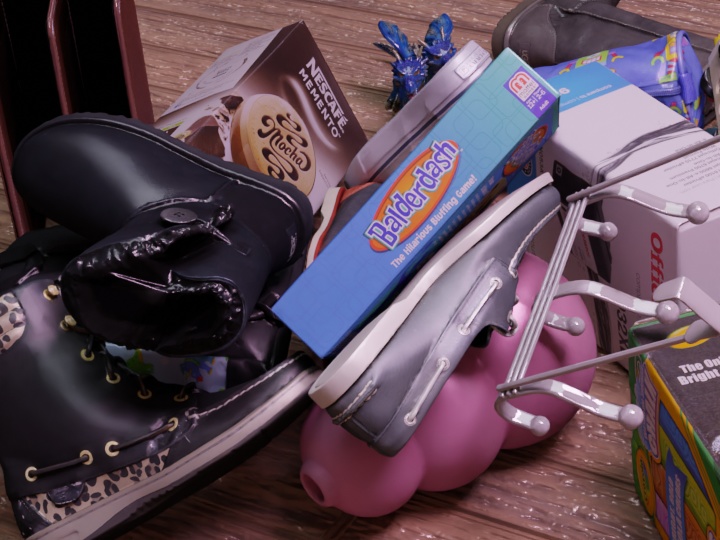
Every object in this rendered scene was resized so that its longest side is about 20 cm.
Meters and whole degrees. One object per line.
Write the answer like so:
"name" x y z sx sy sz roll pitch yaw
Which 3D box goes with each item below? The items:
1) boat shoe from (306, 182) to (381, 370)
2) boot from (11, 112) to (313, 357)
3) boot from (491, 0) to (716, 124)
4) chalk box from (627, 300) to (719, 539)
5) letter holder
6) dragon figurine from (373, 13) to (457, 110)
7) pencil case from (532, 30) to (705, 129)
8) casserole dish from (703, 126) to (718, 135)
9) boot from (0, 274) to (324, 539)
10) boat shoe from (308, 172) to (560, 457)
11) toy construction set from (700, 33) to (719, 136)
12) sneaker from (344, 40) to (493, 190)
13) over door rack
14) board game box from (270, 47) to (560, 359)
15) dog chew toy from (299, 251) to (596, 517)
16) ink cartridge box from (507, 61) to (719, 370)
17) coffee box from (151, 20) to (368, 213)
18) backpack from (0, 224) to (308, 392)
"boat shoe" 0.000 0.000 1.313 0.062 0.072 0.200 1 29 6
"boot" -0.137 -0.023 1.113 0.199 0.077 0.168 16 22 11
"boot" 0.228 -0.193 1.561 0.199 0.073 0.182 16 53 42
"chalk box" 0.225 0.095 1.075 0.124 0.125 0.200 -12 32 -7
"letter holder" -0.203 -0.100 1.375 0.100 0.201 0.142 -6 33 0
"dragon figurine" 0.046 -0.170 1.531 0.058 0.100 0.200 -7 33 -2
"pencil case" 0.154 -0.117 1.417 0.199 0.079 0.087 -13 14 14
"casserole dish" 0.299 -0.045 1.351 0.121 0.039 0.200 -23 37 -25
"boot" -0.137 0.061 1.119 0.203 0.154 0.073 -32 -10 6
"boat shoe" 0.055 0.023 1.087 0.200 0.062 0.073 -45 3 -27
"toy construction set" 0.312 -0.120 1.358 0.130 0.093 0.201 10 34 -11
"sneaker" 0.050 -0.085 1.371 0.071 0.200 0.073 47 60 0
"over door rack" 0.156 0.001 1.022 0.066 0.200 0.148 29 61 -13
"board game box" 0.038 -0.034 1.148 0.045 0.152 0.200 43 91 6
"dog chew toy" 0.046 0.073 1.150 0.200 0.125 0.124 -36 42 -24
"ink cartridge box" 0.179 -0.024 1.242 0.083 0.146 0.200 -21 36 -20
"coffee box" -0.085 -0.079 1.386 0.079 0.113 0.200 -16 25 35
"backpack" -0.143 0.036 1.231 0.198 0.154 0.164 10 43 -2
